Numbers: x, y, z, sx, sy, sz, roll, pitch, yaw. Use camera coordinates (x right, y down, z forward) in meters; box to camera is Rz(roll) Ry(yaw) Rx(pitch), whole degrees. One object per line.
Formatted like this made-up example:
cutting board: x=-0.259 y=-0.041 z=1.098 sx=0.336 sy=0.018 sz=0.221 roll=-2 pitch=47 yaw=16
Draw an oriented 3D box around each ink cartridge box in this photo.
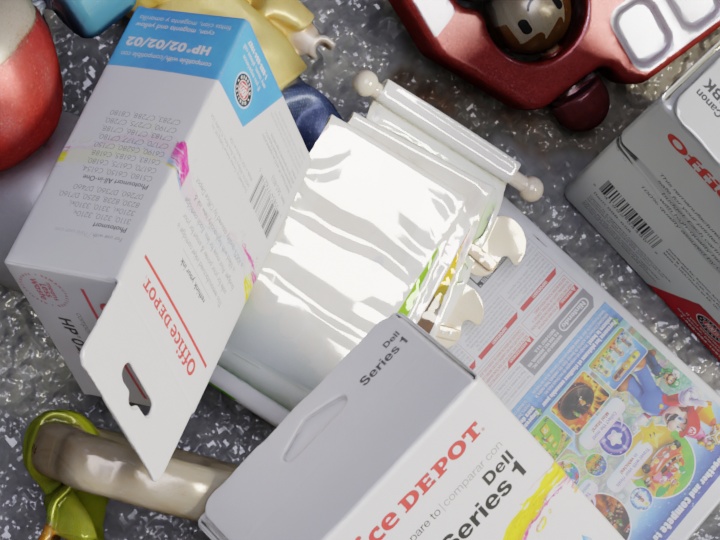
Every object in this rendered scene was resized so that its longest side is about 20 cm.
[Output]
ink cartridge box: x=0.039 y=0.142 z=1.444 sx=0.145 sy=0.084 sz=0.200 roll=-46 pitch=128 yaw=-5
ink cartridge box: x=-0.103 y=-0.013 z=1.412 sx=0.067 sy=0.115 sz=0.201 roll=9 pitch=58 yaw=25
ink cartridge box: x=0.203 y=-0.037 z=1.512 sx=0.084 sy=0.200 sz=0.144 roll=-43 pitch=89 yaw=-15

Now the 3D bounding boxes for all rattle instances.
rattle: x=-0.082 y=0.151 z=1.478 sx=0.199 sy=0.130 sz=0.144 roll=18 pitch=71 yaw=-28

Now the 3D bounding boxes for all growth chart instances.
growth chart: x=0.000 y=0.000 z=1.519 sx=0.145 sy=0.018 sz=0.200 roll=40 pitch=81 yaw=-23

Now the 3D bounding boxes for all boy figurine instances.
boy figurine: x=-0.079 y=-0.105 z=1.547 sx=0.124 sy=0.064 sz=0.200 roll=-39 pitch=87 yaw=-15

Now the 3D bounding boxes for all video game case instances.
video game case: x=0.101 y=0.077 z=1.565 sx=0.200 sy=0.018 sz=0.143 roll=43 pitch=74 yaw=1

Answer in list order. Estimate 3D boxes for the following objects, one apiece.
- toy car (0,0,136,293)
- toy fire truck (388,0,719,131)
toy car: x=-0.180 y=-0.058 z=1.495 sx=0.184 sy=0.177 sz=0.200 roll=-38 pitch=116 yaw=-11
toy fire truck: x=0.117 y=-0.170 z=1.581 sx=0.200 sy=0.112 sz=0.168 roll=-38 pitch=106 yaw=-14
